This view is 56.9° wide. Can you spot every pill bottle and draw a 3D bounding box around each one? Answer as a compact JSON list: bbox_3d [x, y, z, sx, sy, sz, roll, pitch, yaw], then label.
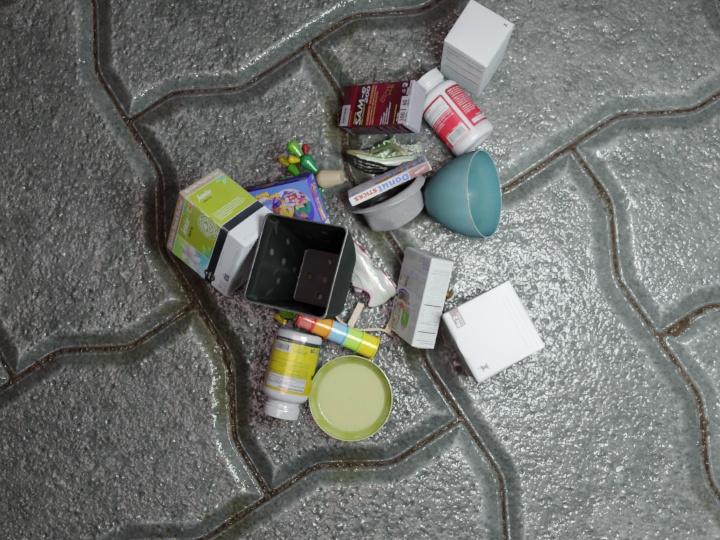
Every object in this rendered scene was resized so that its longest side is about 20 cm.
[{"bbox_3d":[0.214,-0.378,1.586,0.112,0.112,0.200,-38,84,0],"label":"pill bottle"},{"bbox_3d":[-0.165,0.242,1.557,0.112,0.112,0.201,13,87,5],"label":"pill bottle"}]

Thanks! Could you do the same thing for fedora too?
[{"bbox_3d":[0.070,-0.153,1.571,0.200,0.177,0.090,-27,113,1],"label":"fedora"}]

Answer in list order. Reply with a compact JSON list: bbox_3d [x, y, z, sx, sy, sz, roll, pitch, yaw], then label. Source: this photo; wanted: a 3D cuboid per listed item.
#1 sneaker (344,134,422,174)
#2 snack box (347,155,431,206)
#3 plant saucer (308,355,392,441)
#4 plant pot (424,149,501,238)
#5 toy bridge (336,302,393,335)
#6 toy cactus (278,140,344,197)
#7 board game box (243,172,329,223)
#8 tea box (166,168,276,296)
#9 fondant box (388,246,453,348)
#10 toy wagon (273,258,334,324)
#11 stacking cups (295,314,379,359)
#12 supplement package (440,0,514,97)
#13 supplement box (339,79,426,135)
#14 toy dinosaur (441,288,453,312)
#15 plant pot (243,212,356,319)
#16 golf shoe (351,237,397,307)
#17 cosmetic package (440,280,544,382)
[{"bbox_3d":[0.063,-0.286,1.617,0.199,0.077,0.089,6,72,-1],"label":"sneaker"},{"bbox_3d":[0.065,-0.210,1.544,0.199,0.072,0.024,-24,110,7],"label":"snack box"},{"bbox_3d":[-0.023,0.303,1.583,0.199,0.031,0.201,0,86,4],"label":"plant saucer"},{"bbox_3d":[0.229,-0.171,1.544,0.134,0.200,0.201,-3,84,34],"label":"plant pot"},{"bbox_3d":[-0.011,0.109,1.600,0.200,0.027,0.067,27,87,6],"label":"toy bridge"},{"bbox_3d":[-0.116,-0.214,1.594,0.164,0.102,0.201,-3,99,22],"label":"toy cactus"},{"bbox_3d":[-0.187,-0.142,1.567,0.199,0.045,0.135,-8,116,21],"label":"board game box"},{"bbox_3d":[-0.321,-0.086,1.537,0.197,0.200,0.134,39,47,8],"label":"tea box"},{"bbox_3d":[0.134,0.058,1.504,0.058,0.144,0.201,10,99,-21],"label":"fondant box"},{"bbox_3d":[-0.139,0.040,1.596,0.155,0.040,0.200,33,91,22],"label":"toy wagon"},{"bbox_3d":[-0.057,0.147,1.560,0.199,0.061,0.061,22,87,-9],"label":"stacking cups"},{"bbox_3d":[0.266,-0.512,1.549,0.117,0.200,0.117,34,87,6],"label":"supplement package"},{"bbox_3d":[0.051,-0.384,1.578,0.199,0.061,0.109,6,84,37],"label":"supplement box"},{"bbox_3d":[0.175,0.054,1.549,0.060,0.106,0.200,-31,47,18],"label":"toy dinosaur"},{"bbox_3d":[-0.114,0.004,1.479,0.199,0.177,0.200,12,82,20],"label":"plant pot"},{"bbox_3d":[0.000,0.000,1.588,0.091,0.075,0.200,-40,83,3],"label":"golf shoe"},{"bbox_3d":[0.287,0.136,1.491,0.165,0.200,0.165,-28,84,1],"label":"cosmetic package"}]
